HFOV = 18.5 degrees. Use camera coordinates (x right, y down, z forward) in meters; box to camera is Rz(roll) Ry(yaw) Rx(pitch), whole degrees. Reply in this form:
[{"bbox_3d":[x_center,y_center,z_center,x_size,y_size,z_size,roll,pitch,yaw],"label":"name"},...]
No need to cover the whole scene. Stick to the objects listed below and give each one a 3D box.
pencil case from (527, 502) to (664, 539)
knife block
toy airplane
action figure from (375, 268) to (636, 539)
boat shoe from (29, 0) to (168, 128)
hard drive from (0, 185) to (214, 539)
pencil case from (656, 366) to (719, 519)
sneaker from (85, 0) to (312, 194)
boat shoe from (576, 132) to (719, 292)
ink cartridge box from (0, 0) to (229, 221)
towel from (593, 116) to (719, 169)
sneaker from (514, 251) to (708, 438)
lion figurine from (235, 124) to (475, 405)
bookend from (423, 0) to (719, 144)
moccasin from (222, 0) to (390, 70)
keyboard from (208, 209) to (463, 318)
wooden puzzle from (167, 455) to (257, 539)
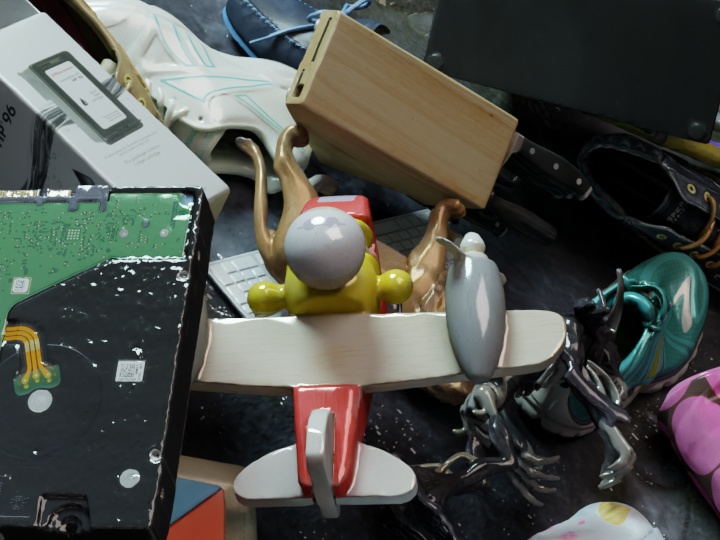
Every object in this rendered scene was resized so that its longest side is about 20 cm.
[{"bbox_3d":[0.082,0.188,1.196,0.199,0.091,0.083,-14,57,-41],"label":"pencil case"},{"bbox_3d":[0.055,-0.080,1.382,0.175,0.200,0.064,19,80,12],"label":"knife block"},{"bbox_3d":[-0.019,0.034,1.205,0.199,0.142,0.199,-31,46,-28],"label":"toy airplane"},{"bbox_3d":[0.099,0.089,1.272,0.200,0.119,0.102,-38,91,-24],"label":"action figure"},{"bbox_3d":[-0.166,-0.103,1.331,0.074,0.066,0.200,-38,85,-15],"label":"boat shoe"},{"bbox_3d":[-0.155,0.048,1.132,0.139,0.038,0.201,-1,59,10],"label":"hard drive"},{"bbox_3d":[0.269,0.143,1.357,0.093,0.091,0.201,-30,63,-3],"label":"pencil case"},{"bbox_3d":[-0.117,-0.112,1.401,0.199,0.071,0.081,19,44,-14],"label":"sneaker"},{"bbox_3d":[0.233,-0.028,1.503,0.199,0.071,0.091,30,8,11],"label":"boat shoe"},{"bbox_3d":[-0.181,-0.063,1.275,0.200,0.116,0.068,43,43,15],"label":"ink cartridge box"},{"bbox_3d":[0.260,-0.082,1.567,0.199,0.023,0.144,19,6,-21],"label":"towel"},{"bbox_3d":[0.176,0.039,1.414,0.077,0.080,0.200,39,40,11],"label":"sneaker"},{"bbox_3d":[0.000,0.000,1.351,0.199,0.073,0.123,21,62,-4],"label":"lion figurine"},{"bbox_3d":[0.171,-0.156,1.495,0.198,0.093,0.200,16,10,18],"label":"bookend"},{"bbox_3d":[0.001,-0.146,1.507,0.199,0.068,0.081,33,40,3],"label":"moccasin"},{"bbox_3d":[-0.008,-0.004,1.401,0.199,0.011,0.056,-15,57,-40],"label":"keyboard"},{"bbox_3d":[-0.136,0.158,1.137,0.184,0.037,0.201,12,43,-20],"label":"wooden puzzle"}]
